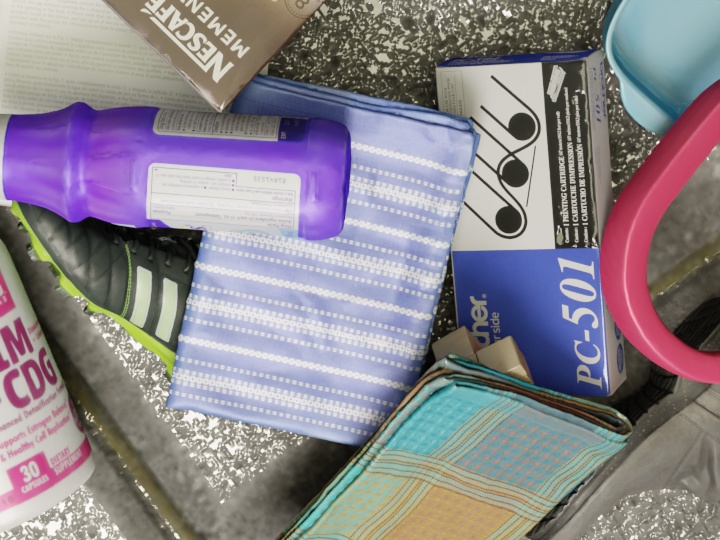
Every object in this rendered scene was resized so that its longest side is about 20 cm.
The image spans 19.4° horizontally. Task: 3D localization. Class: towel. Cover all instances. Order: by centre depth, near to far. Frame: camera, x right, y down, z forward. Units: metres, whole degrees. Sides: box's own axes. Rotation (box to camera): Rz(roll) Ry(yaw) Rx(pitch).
[{"bbox_3d":[-0.021,-0.003,1.200,0.144,0.024,0.201,12,97,-7],"label":"towel"},{"bbox_3d":[0.048,0.134,1.233,0.146,0.022,0.200,19,127,-33],"label":"towel"}]

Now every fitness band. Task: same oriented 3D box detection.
[{"bbox_3d":[0.225,-0.029,1.239,0.144,0.037,0.200,44,78,-21],"label":"fitness band"}]

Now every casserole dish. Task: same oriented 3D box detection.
[{"bbox_3d":[0.222,-0.170,1.246,0.121,0.039,0.200,37,96,-26],"label":"casserole dish"}]

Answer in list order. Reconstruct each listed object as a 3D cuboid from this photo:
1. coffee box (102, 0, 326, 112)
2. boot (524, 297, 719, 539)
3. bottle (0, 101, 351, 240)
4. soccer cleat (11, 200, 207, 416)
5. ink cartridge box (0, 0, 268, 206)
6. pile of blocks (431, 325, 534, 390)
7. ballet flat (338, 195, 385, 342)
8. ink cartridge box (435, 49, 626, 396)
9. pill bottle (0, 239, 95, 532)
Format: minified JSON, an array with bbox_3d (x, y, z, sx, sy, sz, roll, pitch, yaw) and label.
[{"bbox_3d":[-0.111,-0.195,1.126,0.113,0.080,0.200,-46,105,0],"label":"coffee box"},{"bbox_3d":[0.206,0.128,1.295,0.200,0.070,0.132,-45,103,2],"label":"boot"},{"bbox_3d":[-0.105,-0.055,1.141,0.199,0.084,0.066,4,99,0],"label":"bottle"},{"bbox_3d":[-0.119,0.004,1.224,0.081,0.068,0.200,-43,123,5],"label":"soccer cleat"},{"bbox_3d":[-0.132,-0.130,1.220,0.161,0.050,0.201,6,100,-7],"label":"ink cartridge box"},{"bbox_3d":[0.053,0.102,1.263,0.082,0.062,0.200,9,132,-26],"label":"pile of blocks"},{"bbox_3d":[0.000,0.000,1.254,0.064,0.075,0.201,-22,111,-36],"label":"ballet flat"},{"bbox_3d":[0.102,-0.027,1.251,0.093,0.044,0.201,-1,103,20],"label":"ink cartridge box"},{"bbox_3d":[-0.239,0.046,1.210,0.113,0.113,0.201,-22,102,-1],"label":"pill bottle"}]
